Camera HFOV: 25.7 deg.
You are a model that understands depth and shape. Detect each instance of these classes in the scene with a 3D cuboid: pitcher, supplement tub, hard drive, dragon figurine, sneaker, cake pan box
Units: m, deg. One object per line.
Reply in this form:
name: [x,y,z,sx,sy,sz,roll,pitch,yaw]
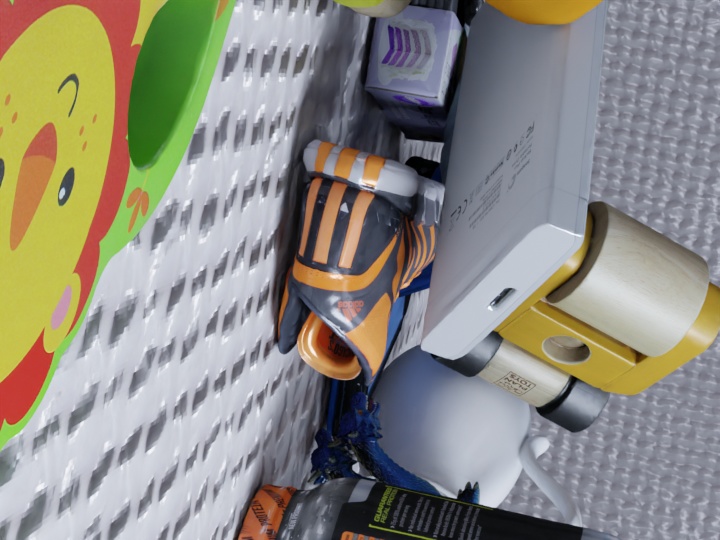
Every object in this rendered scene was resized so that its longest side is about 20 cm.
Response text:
pitcher: [0.075,0.132,1.081,0.200,0.169,0.123,-59,153,-61]
supplement tub: [0.035,0.178,0.815,0.122,0.197,0.124,11,90,-80]
hard drive: [0.077,-0.073,0.763,0.132,0.026,0.202,130,-25,-55]
dragon figurine: [0.027,0.171,0.921,0.059,0.098,0.202,-44,-133,46]
sneaker: [0.000,0.000,0.835,0.200,0.077,0.113,13,93,-71]
cake pan box: [0.053,-0.183,0.975,0.200,0.052,0.187,28,70,-79]

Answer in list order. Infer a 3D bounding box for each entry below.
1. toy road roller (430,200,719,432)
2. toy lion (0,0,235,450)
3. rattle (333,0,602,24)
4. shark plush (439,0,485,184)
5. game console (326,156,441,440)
toy road roller: [0.142,0.000,1.041,0.200,0.122,0.147,-41,-153,53]
toy lion: [-0.075,-0.043,0.376,0.200,0.068,0.194,-34,140,-77]
rattle: [0.063,-0.198,0.775,0.200,0.141,0.132,-48,129,-60]
shark plush: [0.089,-0.137,0.914,0.083,0.090,0.202,12,94,-50]
game console: [0.062,0.004,1.014,0.200,0.117,0.173,-62,162,-59]
